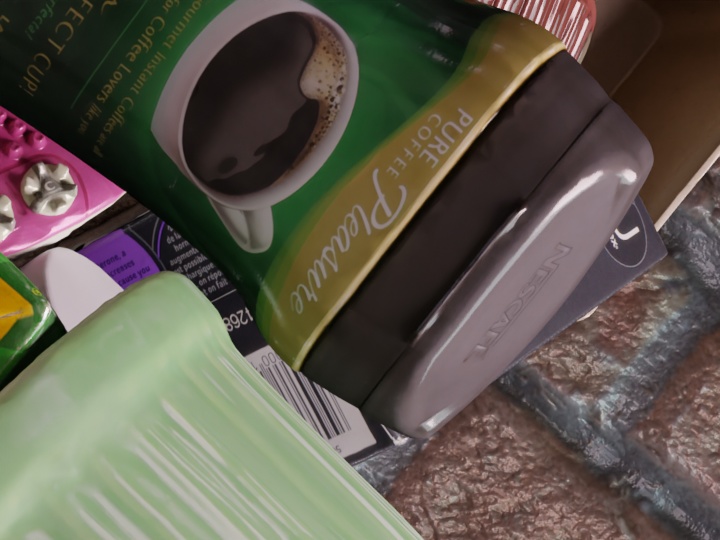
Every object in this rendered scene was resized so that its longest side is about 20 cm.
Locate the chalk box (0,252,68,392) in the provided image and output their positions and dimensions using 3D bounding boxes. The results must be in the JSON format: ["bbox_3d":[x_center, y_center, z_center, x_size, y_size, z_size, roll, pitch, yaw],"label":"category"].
[{"bbox_3d":[-0.148,0.028,0.671,0.124,0.124,0.200,-50,176,-7],"label":"chalk box"}]

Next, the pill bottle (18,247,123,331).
[{"bbox_3d":[-0.148,0.085,0.850,0.200,0.114,0.113,-33,179,12],"label":"pill bottle"}]

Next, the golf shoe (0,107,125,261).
[{"bbox_3d":[-0.093,-0.052,0.883,0.200,0.075,0.092,-46,177,-34],"label":"golf shoe"}]

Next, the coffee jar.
[{"bbox_3d":[-0.029,-0.054,0.682,0.104,0.200,0.085,-51,175,12],"label":"coffee jar"}]

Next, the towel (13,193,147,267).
[{"bbox_3d":[-0.062,-0.058,1.017,0.200,0.035,0.133,-27,-167,39],"label":"towel"}]

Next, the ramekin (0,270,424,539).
[{"bbox_3d":[-0.071,0.107,0.641,0.200,0.098,0.200,-49,175,-6],"label":"ramekin"}]

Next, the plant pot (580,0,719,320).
[{"bbox_3d":[0.084,-0.118,1.415,0.200,0.200,0.177,-51,-172,1],"label":"plant pot"}]

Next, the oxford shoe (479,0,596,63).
[{"bbox_3d":[0.011,-0.082,0.872,0.200,0.075,0.071,4,114,-62],"label":"oxford shoe"}]

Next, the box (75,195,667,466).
[{"bbox_3d":[0.000,0.000,0.980,0.122,0.106,0.200,-25,-176,38],"label":"box"}]

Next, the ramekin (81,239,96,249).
[{"bbox_3d":[-0.097,0.037,1.244,0.203,0.094,0.202,-57,-178,3],"label":"ramekin"}]
